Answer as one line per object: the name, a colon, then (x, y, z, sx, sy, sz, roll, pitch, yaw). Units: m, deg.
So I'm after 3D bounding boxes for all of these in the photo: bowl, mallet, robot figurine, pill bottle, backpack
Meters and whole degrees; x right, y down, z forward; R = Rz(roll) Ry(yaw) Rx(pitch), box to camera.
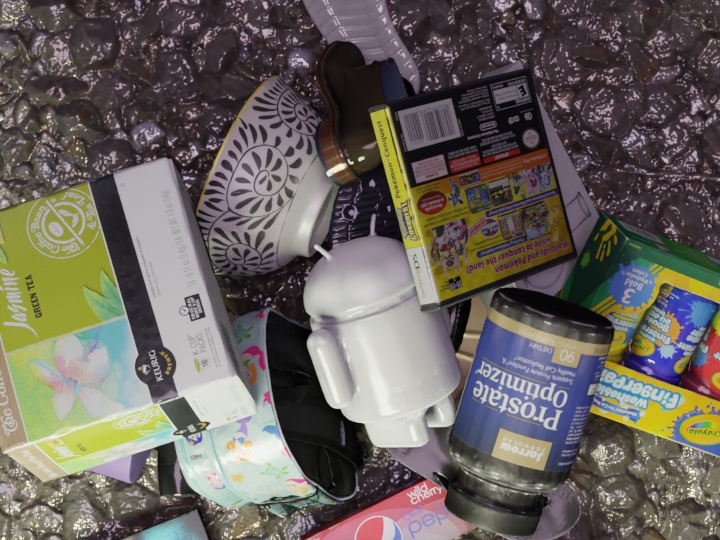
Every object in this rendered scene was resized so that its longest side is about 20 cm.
bowl: (-0.072, -0.070, 1.610, 0.094, 0.201, 0.201, 24, 86, 8)
mallet: (-0.098, 0.195, 1.681, 0.200, 0.041, 0.066, 7, 85, -3)
robot figurine: (0.019, 0.055, 1.535, 0.113, 0.170, 0.200, -8, 108, 41)
pill bottle: (0.142, 0.124, 1.524, 0.112, 0.112, 0.200, 16, 99, 1)
backpack: (-0.090, 0.128, 1.579, 0.150, 0.200, 0.178, -13, 72, 9)

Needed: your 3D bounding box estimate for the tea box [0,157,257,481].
tea box: (-0.212, 0.043, 1.440, 0.197, 0.134, 0.200, -19, 73, -1)

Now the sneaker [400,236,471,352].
sneaker: (0.062, -0.016, 1.649, 0.088, 0.074, 0.200, -2, 73, 7)

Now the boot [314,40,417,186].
boot: (0.015, -0.160, 1.602, 0.097, 0.200, 0.075, -23, 128, 19)

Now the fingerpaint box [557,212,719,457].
fingerpaint box: (0.281, 0.062, 1.614, 0.200, 0.073, 0.167, 21, 106, -19)

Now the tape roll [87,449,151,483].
tape roll: (-0.218, 0.088, 1.605, 0.085, 0.200, 0.200, 16, 86, 1)

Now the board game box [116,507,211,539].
board game box: (-0.182, 0.345, 1.672, 0.135, 0.028, 0.200, -22, 86, -2)

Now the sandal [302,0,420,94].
sandal: (-0.004, -0.249, 1.707, 0.082, 0.050, 0.203, -20, 99, 13)

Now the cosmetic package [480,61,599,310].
cosmetic package: (0.138, -0.073, 1.627, 0.151, 0.052, 0.200, -41, 107, -42)

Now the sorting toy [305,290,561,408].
sorting toy: (0.068, 0.047, 1.693, 0.200, 0.036, 0.185, 33, 87, 7)

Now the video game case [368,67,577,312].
video game case: (0.103, -0.074, 1.537, 0.200, 0.025, 0.181, -19, 95, -44)

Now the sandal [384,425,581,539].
sandal: (0.110, 0.190, 1.604, 0.200, 0.045, 0.075, 29, 84, 1)

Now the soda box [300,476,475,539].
soda box: (0.043, 0.239, 1.658, 0.200, 0.070, 0.063, -25, 87, -3)

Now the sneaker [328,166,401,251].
sneaker: (0.000, 0.000, 1.626, 0.070, 0.082, 0.200, 1, 96, -9)
